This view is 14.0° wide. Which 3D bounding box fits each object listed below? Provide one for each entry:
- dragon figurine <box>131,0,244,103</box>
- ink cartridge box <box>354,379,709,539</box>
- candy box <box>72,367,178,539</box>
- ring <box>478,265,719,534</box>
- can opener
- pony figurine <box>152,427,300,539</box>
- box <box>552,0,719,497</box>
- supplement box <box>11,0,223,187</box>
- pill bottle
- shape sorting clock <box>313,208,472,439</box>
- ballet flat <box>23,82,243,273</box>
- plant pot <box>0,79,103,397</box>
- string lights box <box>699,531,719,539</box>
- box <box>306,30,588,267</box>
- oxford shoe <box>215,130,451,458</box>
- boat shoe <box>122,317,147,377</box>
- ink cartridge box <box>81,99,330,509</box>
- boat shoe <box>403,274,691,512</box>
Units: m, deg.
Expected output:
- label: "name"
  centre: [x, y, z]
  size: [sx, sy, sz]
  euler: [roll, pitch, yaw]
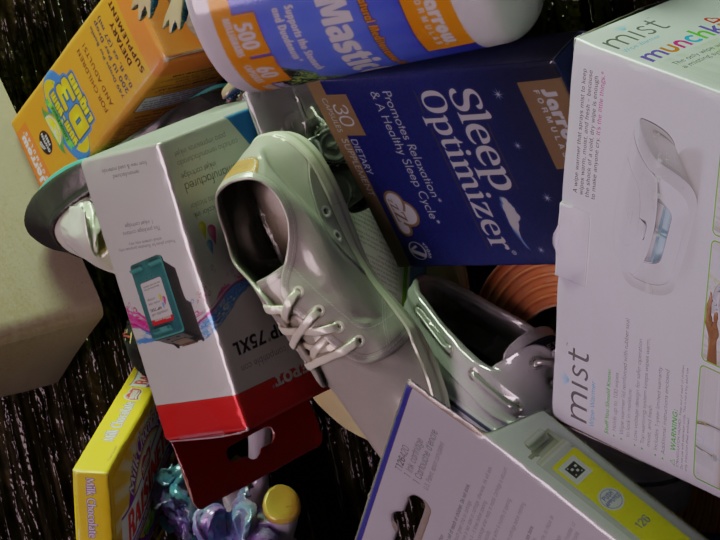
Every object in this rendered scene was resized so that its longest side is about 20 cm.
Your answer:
- label: "dragon figurine"
  centre: [-0.064, -0.176, 1.627]
  size: [0.059, 0.099, 0.200]
  euler: [23, 104, 49]
- label: "ink cartridge box"
  centre: [0.090, 0.162, 1.444]
  size: [0.200, 0.047, 0.198]
  euler: [41, 143, 19]
- label: "candy box"
  centre: [-0.134, 0.120, 1.771]
  size: [0.026, 0.200, 0.102]
  euler: [2, 115, 11]
- label: "ring"
  centre: [0.126, 0.078, 1.528]
  size: [0.200, 0.019, 0.201]
  euler: [29, 129, 45]
- label: "can opener"
  centre: [-0.042, -0.123, 1.562]
  size: [0.053, 0.067, 0.200]
  euler: [-20, 88, 14]
- label: "pony figurine"
  centre: [-0.063, 0.169, 1.722]
  size: [0.200, 0.166, 0.193]
  euler: [88, 172, -53]
- label: "box"
  centre: [0.182, -0.001, 1.329]
  size: [0.176, 0.097, 0.200]
  euler: [24, 125, 39]
- label: "supplement box"
  centre: [-0.139, -0.112, 1.755]
  size: [0.067, 0.069, 0.200]
  euler: [64, 147, 14]
- label: "pill bottle"
  centre: [0.023, -0.156, 1.415]
  size: [0.200, 0.112, 0.112]
  euler: [-9, 100, 22]
- label: "shape sorting clock"
  centre: [0.000, 0.000, 1.642]
  size: [0.200, 0.039, 0.200]
  euler: [20, 116, 50]
- label: "ballet flat"
  centre: [-0.134, -0.043, 1.732]
  size: [0.200, 0.068, 0.069]
  euler: [-32, 43, 39]
- label: "plant pot"
  centre: [-0.300, -0.006, 1.889]
  size: [0.200, 0.177, 0.200]
  euler: [65, 161, 8]
- label: "string lights box"
  centre: [0.138, 0.185, 1.495]
  size: [0.200, 0.059, 0.103]
  euler: [1, 119, 47]
- label: "box"
  centre: [0.074, -0.059, 1.460]
  size: [0.200, 0.032, 0.121]
  euler: [-2, 125, 42]
- label: "oxford shoe"
  centre: [-0.017, 0.024, 1.510]
  size: [0.075, 0.058, 0.200]
  euler: [-30, 87, 46]
- label: "boat shoe"
  centre: [-0.100, 0.034, 1.715]
  size: [0.201, 0.074, 0.063]
  euler: [-137, 48, -77]
- label: "ink cartridge box"
  centre: [-0.063, 0.016, 1.581]
  size: [0.067, 0.116, 0.200]
  euler: [-10, 101, 43]
- label: "boat shoe"
  centre: [0.088, 0.061, 1.491]
  size: [0.200, 0.074, 0.065]
  euler: [27, 120, 37]
